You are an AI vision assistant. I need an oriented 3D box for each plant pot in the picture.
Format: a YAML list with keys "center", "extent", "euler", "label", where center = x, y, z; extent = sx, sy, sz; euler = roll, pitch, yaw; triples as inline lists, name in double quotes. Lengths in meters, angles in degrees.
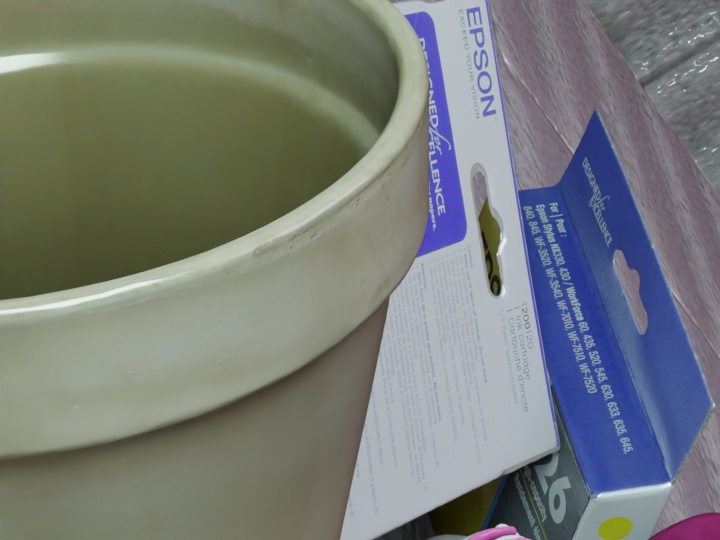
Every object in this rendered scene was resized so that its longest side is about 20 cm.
- center: [-0.078, 0.033, 0.659]
  extent: [0.200, 0.199, 0.174]
  euler: [-97, -178, -61]
  label: "plant pot"

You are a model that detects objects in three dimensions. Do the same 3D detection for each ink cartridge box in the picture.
- center: [0.080, 0.064, 1.175]
  extent: [0.047, 0.201, 0.198]
  euler: [4, 40, -17]
  label: "ink cartridge box"
- center: [0.000, 0.000, 1.022]
  extent: [0.200, 0.043, 0.199]
  euler: [-17, 100, -54]
  label: "ink cartridge box"

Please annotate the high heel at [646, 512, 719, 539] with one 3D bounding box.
- center: [0.111, 0.143, 1.008]
  extent: [0.067, 0.096, 0.200]
  euler: [32, 50, 10]
  label: "high heel"

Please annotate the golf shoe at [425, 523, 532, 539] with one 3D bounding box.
- center: [0.048, 0.138, 1.057]
  extent: [0.075, 0.091, 0.200]
  euler: [47, 13, -2]
  label: "golf shoe"
